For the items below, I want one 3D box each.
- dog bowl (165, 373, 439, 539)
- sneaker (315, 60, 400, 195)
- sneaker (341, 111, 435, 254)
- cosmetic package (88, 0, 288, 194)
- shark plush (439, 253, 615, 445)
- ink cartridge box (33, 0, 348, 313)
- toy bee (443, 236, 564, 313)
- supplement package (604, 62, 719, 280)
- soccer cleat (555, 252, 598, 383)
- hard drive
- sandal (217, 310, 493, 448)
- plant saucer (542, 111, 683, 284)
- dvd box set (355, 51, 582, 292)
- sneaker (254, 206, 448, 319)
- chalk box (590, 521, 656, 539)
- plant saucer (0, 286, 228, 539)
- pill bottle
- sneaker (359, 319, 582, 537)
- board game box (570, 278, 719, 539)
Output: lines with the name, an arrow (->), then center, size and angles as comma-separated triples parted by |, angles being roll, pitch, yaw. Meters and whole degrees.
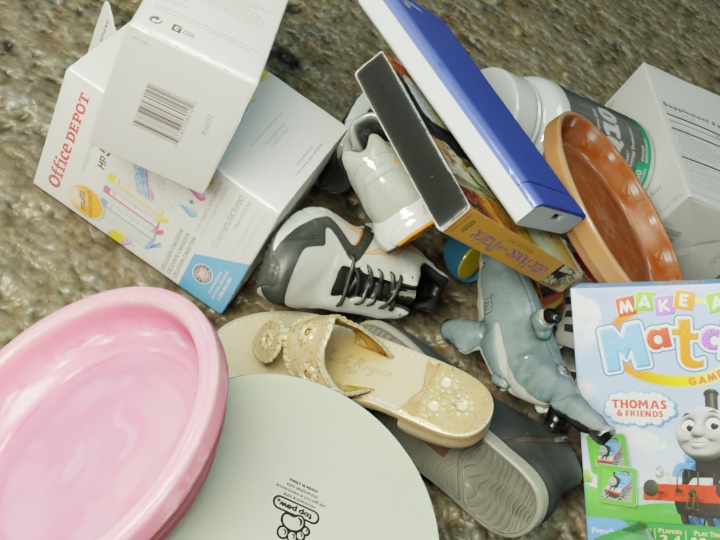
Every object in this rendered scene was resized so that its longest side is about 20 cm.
dog bowl -> -0.053, 0.167, 0.609 | 0.200, 0.079, 0.200 | 17, 47, -19
sneaker -> 0.031, -0.126, 0.907 | 0.086, 0.080, 0.200 | 34, 44, 1
sneaker -> 0.029, -0.088, 0.767 | 0.092, 0.076, 0.200 | 57, 12, -12
cosmetic package -> -0.101, -0.164, 0.652 | 0.085, 0.108, 0.200 | 24, 47, -12
shark plush -> 0.125, 0.056, 0.748 | 0.091, 0.083, 0.200 | 9, 32, -13
ink cartridge box -> -0.138, -0.093, 0.738 | 0.200, 0.129, 0.125 | 34, 44, -2
toy bee -> 0.117, -0.037, 0.871 | 0.200, 0.109, 0.131 | 39, 45, 1
supplement package -> 0.330, -0.099, 1.050 | 0.120, 0.121, 0.200 | 17, 47, -22
soccer cleat -> 0.207, 0.046, 0.891 | 0.069, 0.085, 0.200 | 41, 18, -20
hard drive -> 0.086, -0.117, 0.726 | 0.200, 0.025, 0.132 | 57, 21, 16
sandal -> -0.008, 0.057, 0.678 | 0.211, 0.070, 0.078 | 17, 55, 12
plant saucer -> 0.216, -0.044, 0.847 | 0.200, 0.032, 0.201 | 37, 37, -35
dvd box set -> 0.086, -0.067, 0.729 | 0.200, 0.029, 0.147 | 22, 36, -54
sneaker -> 0.000, 0.000, 0.743 | 0.080, 0.074, 0.200 | 32, 20, 27
chalk box -> 0.108, 0.255, 0.606 | 0.200, 0.124, 0.125 | -7, 58, -37
plant saucer -> -0.156, 0.100, 0.549 | 0.201, 0.200, 0.051 | -82, 150, -43
pill bottle -> 0.186, -0.123, 0.962 | 0.200, 0.113, 0.113 | 13, 48, -37
sneaker -> 0.076, 0.115, 0.758 | 0.200, 0.075, 0.106 | 46, 23, 21
board game box -> 0.241, 0.107, 0.734 | 0.037, 0.151, 0.200 | -10, 96, -62
